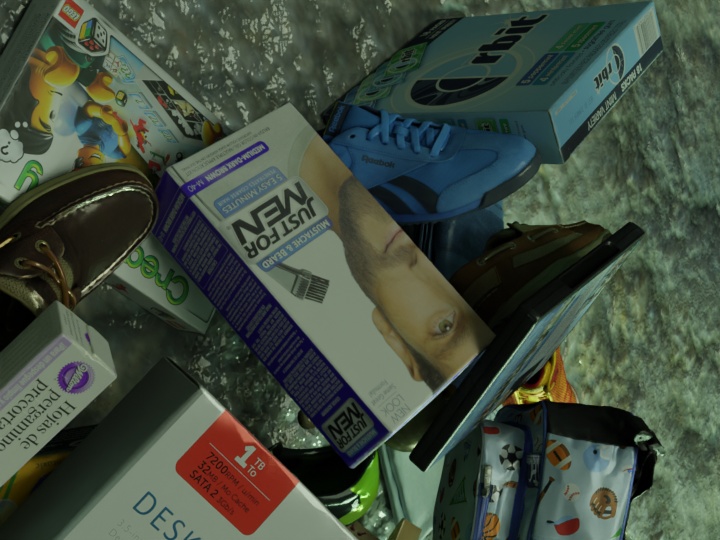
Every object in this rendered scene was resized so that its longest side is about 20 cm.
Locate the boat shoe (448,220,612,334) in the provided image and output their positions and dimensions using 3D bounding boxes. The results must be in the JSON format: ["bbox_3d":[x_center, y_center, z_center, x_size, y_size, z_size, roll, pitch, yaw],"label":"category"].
[{"bbox_3d":[0.132,-0.007,0.841,0.200,0.074,0.076,-29,157,-56],"label":"boat shoe"}]

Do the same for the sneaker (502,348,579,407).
[{"bbox_3d":[0.146,0.096,0.948,0.077,0.073,0.201,-71,149,-51],"label":"sneaker"}]

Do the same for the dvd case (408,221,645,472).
[{"bbox_3d":[0.117,0.046,0.741,0.200,0.018,0.143,-28,154,-54],"label":"dvd case"}]

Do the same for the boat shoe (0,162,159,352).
[{"bbox_3d":[-0.180,0.015,0.583,0.200,0.072,0.072,-36,129,-26],"label":"boat shoe"}]

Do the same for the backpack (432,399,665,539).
[{"bbox_3d":[0.133,0.196,0.828,0.200,0.153,0.192,94,-2,-82],"label":"backpack"}]

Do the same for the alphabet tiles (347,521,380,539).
[{"bbox_3d":[0.009,0.259,0.772,0.200,0.008,0.167,38,31,-2],"label":"alphabet tiles"}]

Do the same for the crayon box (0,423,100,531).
[{"bbox_3d":[-0.169,0.194,0.624,0.125,0.052,0.201,-7,100,-22],"label":"crayon box"}]

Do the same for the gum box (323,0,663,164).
[{"bbox_3d":[0.099,-0.142,0.826,0.170,0.199,0.045,-45,126,-36],"label":"gum box"}]

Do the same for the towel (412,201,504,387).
[{"bbox_3d":[0.074,0.017,0.904,0.112,0.048,0.201,26,68,-56],"label":"towel"}]

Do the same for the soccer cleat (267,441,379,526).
[{"bbox_3d":[-0.079,0.153,0.706,0.199,0.068,0.081,-17,141,-21],"label":"soccer cleat"}]

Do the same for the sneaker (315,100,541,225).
[{"bbox_3d":[0.021,-0.077,0.743,0.066,0.199,0.079,-55,132,-47],"label":"sneaker"}]

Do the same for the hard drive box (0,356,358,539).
[{"bbox_3d":[-0.112,0.174,0.576,0.200,0.077,0.156,-47,112,-11],"label":"hard drive box"}]

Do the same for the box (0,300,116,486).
[{"bbox_3d":[-0.206,0.100,0.541,0.200,0.041,0.039,-44,122,1],"label":"box"}]

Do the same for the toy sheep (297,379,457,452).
[{"bbox_3d":[0.002,0.036,0.777,0.137,0.138,0.201,5,53,-49],"label":"toy sheep"}]

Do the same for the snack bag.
[{"bbox_3d":[0.075,0.106,0.958,0.188,0.021,0.201,-33,118,-42],"label":"snack bag"}]

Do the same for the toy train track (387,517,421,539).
[{"bbox_3d":[-0.021,0.201,0.714,0.200,0.032,0.115,41,67,-42],"label":"toy train track"}]

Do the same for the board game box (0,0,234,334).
[{"bbox_3d":[-0.145,-0.061,0.677,0.200,0.034,0.127,40,65,-44],"label":"board game box"}]

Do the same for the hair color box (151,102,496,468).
[{"bbox_3d":[-0.025,0.005,0.665,0.200,0.065,0.109,49,51,5],"label":"hair color box"}]
